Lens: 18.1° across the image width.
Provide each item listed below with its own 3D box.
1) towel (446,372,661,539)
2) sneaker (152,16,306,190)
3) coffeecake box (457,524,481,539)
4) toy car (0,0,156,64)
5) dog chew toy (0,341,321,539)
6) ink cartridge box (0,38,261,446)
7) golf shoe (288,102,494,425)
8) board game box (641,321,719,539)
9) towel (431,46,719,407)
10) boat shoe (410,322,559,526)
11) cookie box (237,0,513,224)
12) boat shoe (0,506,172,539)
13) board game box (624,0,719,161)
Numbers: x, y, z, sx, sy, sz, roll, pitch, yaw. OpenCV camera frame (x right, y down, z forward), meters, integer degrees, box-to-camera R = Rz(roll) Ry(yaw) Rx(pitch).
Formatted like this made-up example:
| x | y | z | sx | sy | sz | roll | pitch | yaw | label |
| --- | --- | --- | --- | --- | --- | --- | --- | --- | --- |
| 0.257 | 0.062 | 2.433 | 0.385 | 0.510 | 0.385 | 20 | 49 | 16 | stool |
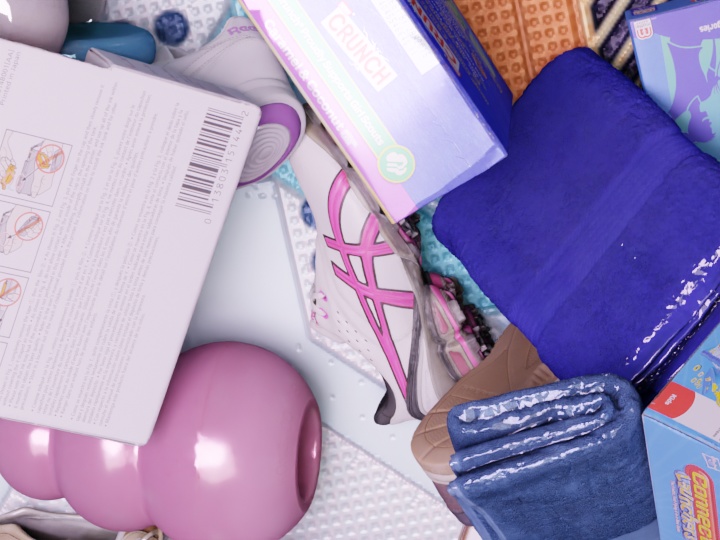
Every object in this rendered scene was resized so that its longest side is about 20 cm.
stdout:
| x | y | z | sx | sy | sz | roll | pitch | yaw | label |
| --- | --- | --- | --- | --- | --- | --- | --- | --- | --- |
| 0.118 | 0.129 | 1.213 | 0.111 | 0.049 | 0.200 | -15 | 143 | 10 | towel |
| -0.113 | -0.068 | 1.322 | 0.200 | 0.075 | 0.100 | -36 | 55 | 26 | sneaker |
| 0.150 | 0.199 | 1.349 | 0.198 | 0.073 | 0.155 | 18 | 105 | 1 | coffeecake box |
| -0.197 | -0.098 | 1.259 | 0.150 | 0.175 | 0.200 | 45 | 102 | -6 | toy car |
| -0.126 | 0.101 | 1.332 | 0.198 | 0.125 | 0.126 | 3 | 103 | 13 | dog chew toy |
| -0.165 | -0.019 | 1.200 | 0.175 | 0.045 | 0.201 | 14 | 102 | -29 | ink cartridge box |
| 0.000 | 0.000 | 1.317 | 0.092 | 0.073 | 0.201 | -28 | 99 | 12 | golf shoe |
| 0.237 | 0.085 | 1.220 | 0.056 | 0.196 | 0.201 | 25 | 148 | 33 | board game box |
| 0.136 | -0.020 | 1.257 | 0.049 | 0.200 | 0.148 | 28 | 105 | -45 | towel |
| 0.110 | 0.068 | 1.294 | 0.200 | 0.072 | 0.065 | -41 | 127 | -30 | boat shoe |
| 0.007 | -0.130 | 1.221 | 0.075 | 0.200 | 0.172 | -33 | 98 | 11 | cookie box |
| -0.134 | 0.182 | 1.369 | 0.198 | 0.075 | 0.069 | -2 | 108 | 6 | boat shoe |
| 0.246 | -0.067 | 1.295 | 0.151 | 0.045 | 0.202 | -14 | 103 | 8 | board game box |
